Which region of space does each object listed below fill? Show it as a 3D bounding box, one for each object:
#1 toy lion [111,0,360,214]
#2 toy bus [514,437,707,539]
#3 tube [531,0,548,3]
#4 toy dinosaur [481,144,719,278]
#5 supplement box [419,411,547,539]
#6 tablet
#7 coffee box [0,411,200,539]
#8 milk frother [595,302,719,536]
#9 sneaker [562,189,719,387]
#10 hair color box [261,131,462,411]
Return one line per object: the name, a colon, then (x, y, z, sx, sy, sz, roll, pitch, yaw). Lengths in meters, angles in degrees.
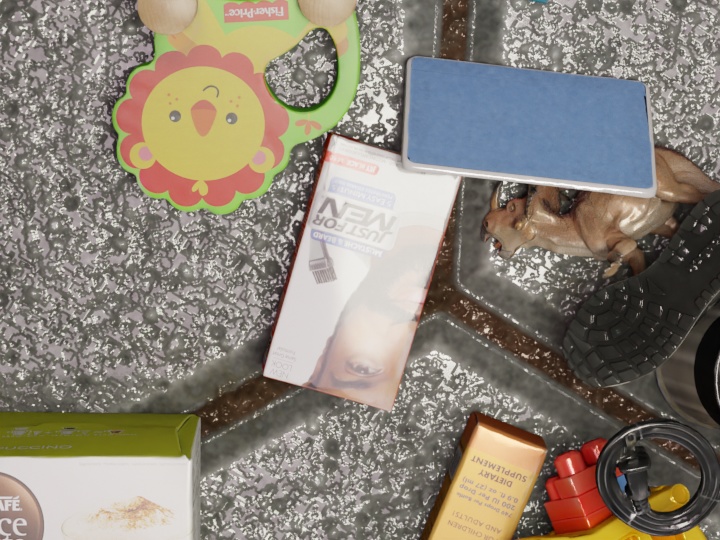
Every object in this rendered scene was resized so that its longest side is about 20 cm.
toy lion: (-0.098, -0.142, 1.503, 0.200, 0.069, 0.192, -4, 102, -2)
toy bus: (0.181, 0.240, 1.487, 0.200, 0.136, 0.192, -25, 91, -27)
tube: (0.059, -0.261, 1.502, 0.200, 0.050, 0.078, 15, 77, -1)
toy dinosaur: (0.206, -0.059, 1.513, 0.200, 0.086, 0.136, -28, 65, -14)
supplement box: (0.085, 0.220, 1.537, 0.066, 0.069, 0.200, 21, 96, -2)
tablet: (0.133, -0.114, 1.492, 0.200, 0.130, 0.014, 6, 138, -2)
coffee box: (-0.224, 0.219, 1.457, 0.199, 0.200, 0.198, 0, 95, -3)
milk frother: (0.266, 0.107, 1.465, 0.200, 0.188, 0.181, 0, 91, -5)
sneaker: (0.248, 0.020, 1.461, 0.200, 0.088, 0.076, -43, 72, 20)
hair color box: (0.000, 0.000, 1.515, 0.111, 0.064, 0.200, 15, 96, -4)
